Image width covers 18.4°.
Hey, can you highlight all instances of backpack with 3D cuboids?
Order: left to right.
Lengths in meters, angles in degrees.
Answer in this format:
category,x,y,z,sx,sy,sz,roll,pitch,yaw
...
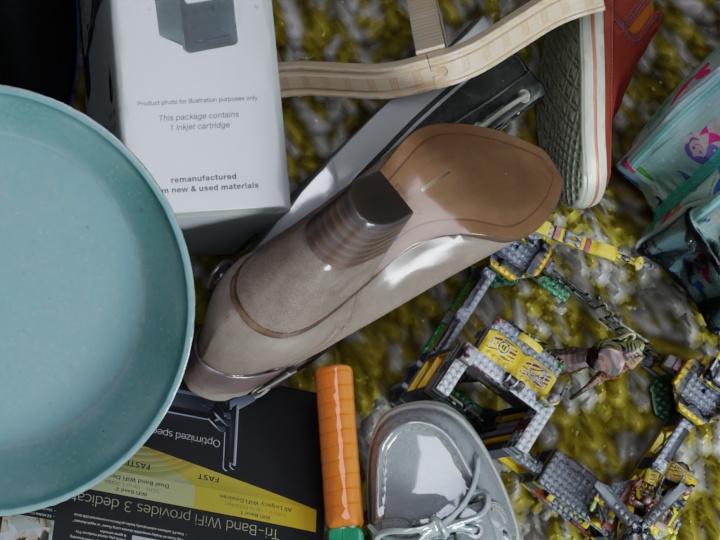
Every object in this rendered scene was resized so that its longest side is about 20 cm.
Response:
category,x,y,z,sx,sy,sz,roll,pitch,yaw
backpack,0.240,-0.064,1.166,0.177,0.200,0.151,-40,93,-15

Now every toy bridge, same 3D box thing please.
category,x,y,z,sx,sy,sz,roll,pitch,yaw
toy bridge,0.037,-0.122,1.160,0.199,0.067,0.027,-14,130,6

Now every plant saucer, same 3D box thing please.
category,x,y,z,sx,sy,sz,roll,pitch,yaw
plant saucer,-0.174,0.012,1.024,0.198,0.036,0.202,0,101,0

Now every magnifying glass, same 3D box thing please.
category,x,y,z,sx,sy,sz,roll,pitch,yaw
magnifying glass,-0.005,0.147,1.079,0.022,0.080,0.202,-7,78,4

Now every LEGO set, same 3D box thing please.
category,x,y,z,sx,sy,sz,roll,pitch,yaw
LEGO set,0.117,0.058,1.161,0.200,0.116,0.154,44,75,-5

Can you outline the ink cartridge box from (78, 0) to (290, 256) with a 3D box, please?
category,x,y,z,sx,sy,sz,roll,pitch,yaw
ink cartridge box,-0.095,-0.115,1.120,0.082,0.147,0.202,-3,82,-13

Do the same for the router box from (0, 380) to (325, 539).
category,x,y,z,sx,sy,sz,roll,pitch,yaw
router box,-0.117,0.117,1.091,0.198,0.052,0.158,12,47,-11

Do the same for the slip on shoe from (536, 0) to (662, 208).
category,x,y,z,sx,sy,sz,roll,pitch,yaw
slip on shoe,0.136,-0.131,1.219,0.061,0.074,0.202,10,75,-15

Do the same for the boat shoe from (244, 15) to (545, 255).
category,x,y,z,sx,sy,sz,roll,pitch,yaw
boat shoe,0.020,-0.051,1.178,0.200,0.071,0.064,-44,93,-17

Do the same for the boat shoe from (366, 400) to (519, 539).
category,x,y,z,sx,sy,sz,roll,pitch,yaw
boat shoe,0.045,0.165,1.084,0.074,0.065,0.204,-8,89,2

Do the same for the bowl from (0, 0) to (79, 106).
category,x,y,z,sx,sy,sz,roll,pitch,yaw
bowl,-0.184,-0.151,1.076,0.039,0.201,0.202,-7,84,11

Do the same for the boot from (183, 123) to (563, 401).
category,x,y,z,sx,sy,sz,roll,pitch,yaw
boot,0.000,0.000,1.116,0.199,0.146,0.070,-11,62,-49
